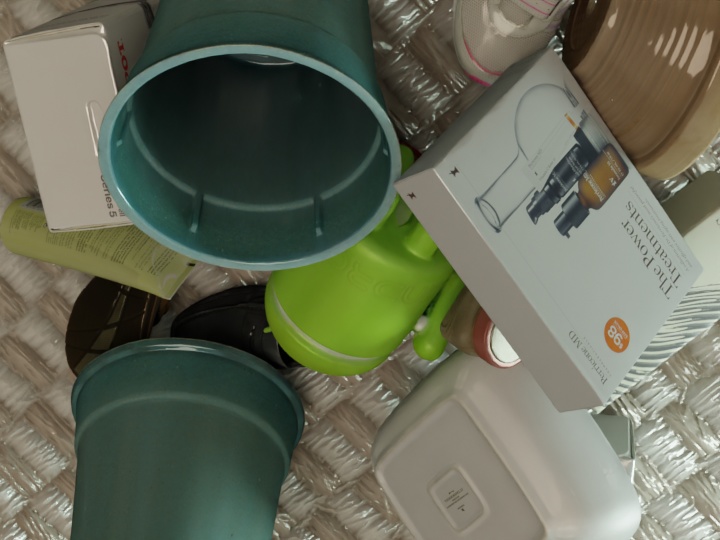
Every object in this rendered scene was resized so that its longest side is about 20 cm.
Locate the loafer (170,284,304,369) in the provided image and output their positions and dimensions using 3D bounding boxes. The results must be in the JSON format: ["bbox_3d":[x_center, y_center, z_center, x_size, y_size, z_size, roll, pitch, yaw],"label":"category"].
[{"bbox_3d":[-0.069,0.050,1.202,0.199,0.070,0.068,-5,108,12],"label":"loafer"}]

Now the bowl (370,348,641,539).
[{"bbox_3d":[0.097,0.164,1.101,0.200,0.074,0.200,56,133,14],"label":"bowl"}]

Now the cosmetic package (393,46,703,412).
[{"bbox_3d":[0.133,-0.028,0.972,0.200,0.151,0.052,52,148,-13],"label":"cosmetic package"}]

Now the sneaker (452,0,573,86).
[{"bbox_3d":[0.125,-0.223,0.997,0.081,0.088,0.201,23,101,-5],"label":"sneaker"}]

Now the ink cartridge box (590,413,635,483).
[{"bbox_3d":[0.154,0.223,1.216,0.144,0.084,0.201,5,110,9],"label":"ink cartridge box"}]

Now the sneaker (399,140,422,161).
[{"bbox_3d":[-0.002,-0.075,1.158,0.200,0.073,0.077,36,137,-4],"label":"sneaker"}]

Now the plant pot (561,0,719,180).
[{"bbox_3d":[0.203,-0.173,0.998,0.092,0.201,0.202,18,112,-10],"label":"plant pot"}]

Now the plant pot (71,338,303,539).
[{"bbox_3d":[-0.150,0.194,1.157,0.199,0.197,0.201,1,138,1],"label":"plant pot"}]

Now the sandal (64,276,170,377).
[{"bbox_3d":[-0.192,0.009,1.220,0.081,0.055,0.201,22,98,29],"label":"sandal"}]

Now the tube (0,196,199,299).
[{"bbox_3d":[-0.211,-0.020,1.171,0.199,0.052,0.058,11,92,32],"label":"tube"}]

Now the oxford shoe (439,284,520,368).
[{"bbox_3d":[0.129,-0.020,1.066,0.200,0.075,0.071,-49,126,-19],"label":"oxford shoe"}]

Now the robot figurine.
[{"bbox_3d":[0.000,0.000,1.083,0.175,0.116,0.200,28,128,-8],"label":"robot figurine"}]

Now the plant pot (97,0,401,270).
[{"bbox_3d":[-0.070,-0.139,0.997,0.199,0.197,0.201,1,137,1],"label":"plant pot"}]

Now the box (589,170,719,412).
[{"bbox_3d":[0.226,0.014,1.093,0.200,0.068,0.082,-37,109,-6],"label":"box"}]

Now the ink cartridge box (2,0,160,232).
[{"bbox_3d":[-0.179,-0.130,1.085,0.084,0.200,0.146,-6,108,16],"label":"ink cartridge box"}]
